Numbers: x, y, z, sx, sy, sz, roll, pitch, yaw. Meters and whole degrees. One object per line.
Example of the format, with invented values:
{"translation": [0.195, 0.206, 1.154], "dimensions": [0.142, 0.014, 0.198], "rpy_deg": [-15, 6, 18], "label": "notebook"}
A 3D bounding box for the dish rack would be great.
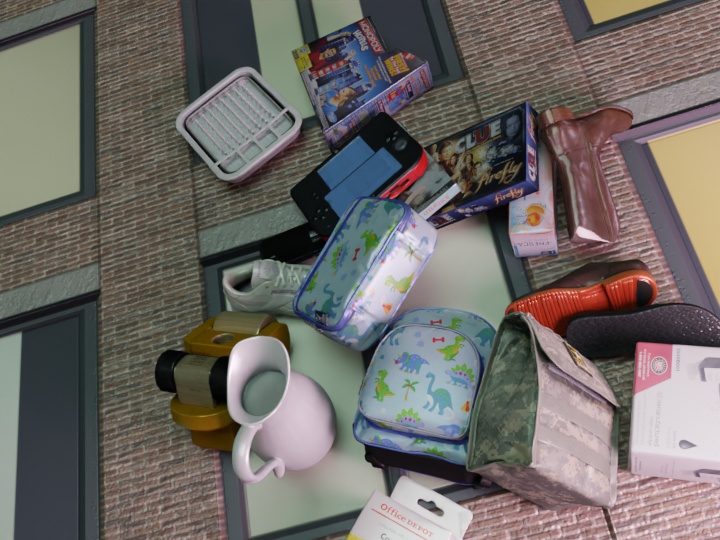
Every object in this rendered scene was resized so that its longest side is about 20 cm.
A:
{"translation": [-0.200, -0.239, 1.521], "dimensions": [0.171, 0.044, 0.200], "rpy_deg": [-39, 58, -6], "label": "dish rack"}

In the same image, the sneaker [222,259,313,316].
{"translation": [-0.105, 0.025, 1.305], "dimensions": [0.197, 0.100, 0.076], "rpy_deg": [-9, 56, 10], "label": "sneaker"}

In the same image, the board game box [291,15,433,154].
{"translation": [0.008, -0.317, 1.491], "dimensions": [0.198, 0.062, 0.202], "rpy_deg": [-22, 57, 2], "label": "board game box"}

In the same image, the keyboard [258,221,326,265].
{"translation": [-0.052, -0.038, 1.370], "dimensions": [0.198, 0.040, 0.105], "rpy_deg": [-22, 42, -1], "label": "keyboard"}

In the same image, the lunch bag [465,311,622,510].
{"translation": [0.224, 0.163, 1.074], "dimensions": [0.117, 0.163, 0.202], "rpy_deg": [-18, 51, 44], "label": "lunch bag"}

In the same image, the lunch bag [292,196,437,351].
{"translation": [0.000, 0.000, 1.212], "dimensions": [0.201, 0.082, 0.160], "rpy_deg": [-58, 29, -6], "label": "lunch bag"}

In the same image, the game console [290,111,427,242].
{"translation": [-0.005, -0.142, 1.366], "dimensions": [0.199, 0.031, 0.177], "rpy_deg": [-40, 43, 3], "label": "game console"}

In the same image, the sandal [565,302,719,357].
{"translation": [0.364, 0.072, 1.156], "dimensions": [0.198, 0.076, 0.048], "rpy_deg": [0, 21, 23], "label": "sandal"}

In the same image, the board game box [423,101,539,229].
{"translation": [0.164, -0.146, 1.310], "dimensions": [0.199, 0.034, 0.137], "rpy_deg": [-21, 52, 37], "label": "board game box"}

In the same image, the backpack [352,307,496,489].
{"translation": [0.094, 0.146, 1.147], "dimensions": [0.181, 0.148, 0.202], "rpy_deg": [9, 60, 18], "label": "backpack"}

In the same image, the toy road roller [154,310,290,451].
{"translation": [-0.184, 0.157, 1.258], "dimensions": [0.121, 0.148, 0.200], "rpy_deg": [4, 25, 24], "label": "toy road roller"}

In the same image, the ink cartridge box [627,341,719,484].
{"translation": [0.422, 0.171, 1.068], "dimensions": [0.197, 0.085, 0.147], "rpy_deg": [4, 62, 17], "label": "ink cartridge box"}

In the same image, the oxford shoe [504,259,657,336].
{"translation": [0.290, 0.034, 1.211], "dimensions": [0.198, 0.072, 0.073], "rpy_deg": [-13, 29, 13], "label": "oxford shoe"}

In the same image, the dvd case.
{"translation": [0.047, -0.129, 1.354], "dimensions": [0.146, 0.022, 0.201], "rpy_deg": [-38, 44, 5], "label": "dvd case"}

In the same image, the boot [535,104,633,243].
{"translation": [0.341, -0.130, 1.277], "dimensions": [0.184, 0.064, 0.202], "rpy_deg": [-8, 73, -28], "label": "boot"}

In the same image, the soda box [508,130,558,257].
{"translation": [0.248, -0.122, 1.300], "dimensions": [0.063, 0.069, 0.202], "rpy_deg": [-3, 60, 17], "label": "soda box"}

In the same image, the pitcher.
{"translation": [-0.106, 0.201, 1.143], "dimensions": [0.120, 0.200, 0.173], "rpy_deg": [3, 62, 18], "label": "pitcher"}

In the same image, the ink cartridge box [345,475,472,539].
{"translation": [0.041, 0.349, 1.091], "dimensions": [0.116, 0.068, 0.201], "rpy_deg": [22, 69, 26], "label": "ink cartridge box"}
